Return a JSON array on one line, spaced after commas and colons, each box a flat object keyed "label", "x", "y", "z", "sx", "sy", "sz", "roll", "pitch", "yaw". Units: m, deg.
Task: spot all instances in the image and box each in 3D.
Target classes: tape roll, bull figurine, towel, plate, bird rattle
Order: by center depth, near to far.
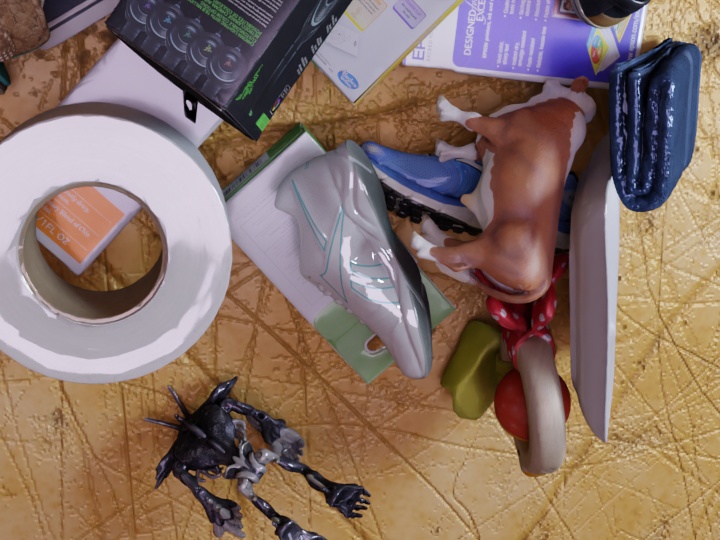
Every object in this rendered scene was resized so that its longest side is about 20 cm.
[{"label": "tape roll", "x": -0.196, "y": -0.020, "z": 0.780, "sx": 0.201, "sy": 0.071, "sz": 0.203, "roll": -3, "pitch": 107, "yaw": -9}, {"label": "bull figurine", "x": 0.112, "y": -0.074, "z": 0.808, "sx": 0.121, "sy": 0.065, "sz": 0.201, "roll": 9, "pitch": 67, "yaw": 10}, {"label": "towel", "x": 0.233, "y": -0.119, "z": 0.827, "sx": 0.048, "sy": 0.200, "sz": 0.112, "roll": 5, "pitch": 108, "yaw": 22}, {"label": "plate", "x": 0.191, "y": 0.005, "z": 0.850, "sx": 0.032, "sy": 0.200, "sz": 0.201, "roll": 1, "pitch": 113, "yaw": 15}, {"label": "bird rattle", "x": 0.144, "y": 0.083, "z": 0.867, "sx": 0.112, "sy": 0.200, "sz": 0.164, "roll": -7, "pitch": 65, "yaw": -11}]

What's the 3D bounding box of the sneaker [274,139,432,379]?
[{"label": "sneaker", "x": 0.000, "y": 0.000, "z": 0.833, "sx": 0.080, "sy": 0.070, "sz": 0.201, "roll": -21, "pitch": 105, "yaw": 14}]

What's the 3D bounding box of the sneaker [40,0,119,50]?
[{"label": "sneaker", "x": -0.177, "y": -0.248, "z": 0.791, "sx": 0.199, "sy": 0.078, "sz": 0.080, "roll": -29, "pitch": 113, "yaw": 2}]

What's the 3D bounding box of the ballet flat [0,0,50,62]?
[{"label": "ballet flat", "x": -0.256, "y": -0.248, "z": 0.737, "sx": 0.065, "sy": 0.070, "sz": 0.201, "roll": -12, "pitch": 101, "yaw": -39}]

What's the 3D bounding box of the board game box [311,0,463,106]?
[{"label": "board game box", "x": 0.016, "y": -0.251, "z": 0.805, "sx": 0.200, "sy": 0.040, "sz": 0.153, "roll": -42, "pitch": 94, "yaw": 14}]

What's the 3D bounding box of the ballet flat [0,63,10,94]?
[{"label": "ballet flat", "x": -0.321, "y": -0.195, "z": 0.752, "sx": 0.069, "sy": 0.070, "sz": 0.200, "roll": -18, "pitch": 144, "yaw": -3}]

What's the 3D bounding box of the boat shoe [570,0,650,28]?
[{"label": "boat shoe", "x": 0.174, "y": -0.282, "z": 0.783, "sx": 0.074, "sy": 0.062, "sz": 0.201, "roll": -24, "pitch": 104, "yaw": -23}]

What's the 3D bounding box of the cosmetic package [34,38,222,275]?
[{"label": "cosmetic package", "x": -0.191, "y": -0.106, "z": 0.831, "sx": 0.101, "sy": 0.071, "sz": 0.200, "roll": 42, "pitch": 96, "yaw": -16}]

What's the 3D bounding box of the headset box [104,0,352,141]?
[{"label": "headset box", "x": -0.067, "y": -0.189, "z": 0.698, "sx": 0.093, "sy": 0.174, "sz": 0.200, "roll": 35, "pitch": 90, "yaw": 0}]

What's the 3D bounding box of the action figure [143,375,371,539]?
[{"label": "action figure", "x": -0.095, "y": 0.174, "z": 0.897, "sx": 0.119, "sy": 0.200, "sz": 0.102, "roll": -50, "pitch": 146, "yaw": -18}]

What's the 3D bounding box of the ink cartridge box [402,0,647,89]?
[{"label": "ink cartridge box", "x": 0.138, "y": -0.255, "z": 0.849, "sx": 0.199, "sy": 0.043, "sz": 0.199, "roll": 5, "pitch": 103, "yaw": -7}]

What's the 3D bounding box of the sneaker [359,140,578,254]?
[{"label": "sneaker", "x": 0.092, "y": -0.078, "z": 0.885, "sx": 0.199, "sy": 0.079, "sz": 0.090, "roll": 15, "pitch": 83, "yaw": -8}]

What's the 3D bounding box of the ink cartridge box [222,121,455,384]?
[{"label": "ink cartridge box", "x": -0.023, "y": -0.014, "z": 0.885, "sx": 0.104, "sy": 0.059, "sz": 0.200, "roll": -41, "pitch": 107, "yaw": 4}]
